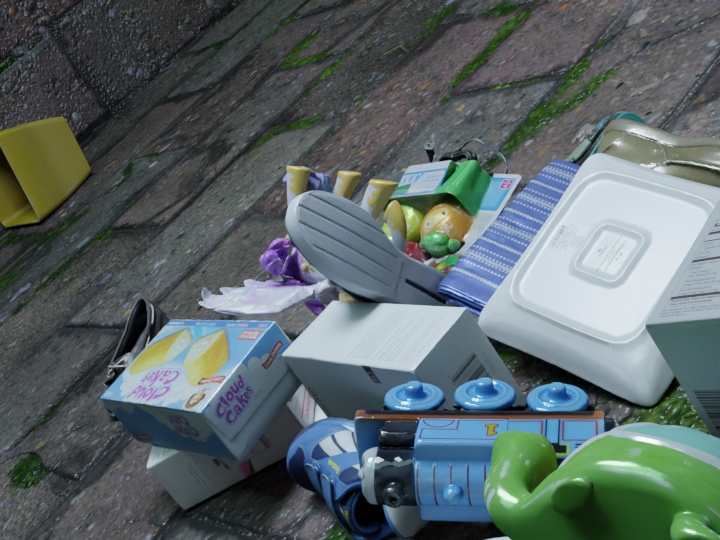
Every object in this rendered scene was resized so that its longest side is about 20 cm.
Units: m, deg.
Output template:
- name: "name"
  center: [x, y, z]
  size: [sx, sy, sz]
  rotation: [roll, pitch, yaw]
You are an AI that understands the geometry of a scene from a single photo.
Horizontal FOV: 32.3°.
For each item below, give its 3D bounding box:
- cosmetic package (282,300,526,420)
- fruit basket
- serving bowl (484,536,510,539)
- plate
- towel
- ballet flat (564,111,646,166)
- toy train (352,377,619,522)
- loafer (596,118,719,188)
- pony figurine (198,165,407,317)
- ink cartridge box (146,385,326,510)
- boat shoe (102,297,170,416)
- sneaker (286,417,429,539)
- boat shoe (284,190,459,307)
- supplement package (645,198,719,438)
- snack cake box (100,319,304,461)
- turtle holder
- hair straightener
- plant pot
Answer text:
- name: "cosmetic package"
  center: [0.034, 0.093, 1.087]
  size: [0.081, 0.113, 0.200]
  rotation: [-47, 24, -27]
- name: "fruit basket"
  center: [0.058, -0.028, 1.317]
  size: [0.185, 0.094, 0.200]
  rotation: [-1, 43, 54]
- name: "serving bowl"
  center: [0.070, 0.244, 0.798]
  size: [0.200, 0.066, 0.200]
  rotation: [-30, 24, 15]
- name: "plate"
  center: [0.210, -0.007, 1.026]
  size: [0.200, 0.032, 0.200]
  rotation: [24, 74, 47]
- name: "towel"
  center: [0.181, -0.017, 1.137]
  size: [0.144, 0.024, 0.200]
  rotation: [26, 58, 33]
- name: "ballet flat"
  center: [0.216, -0.077, 1.245]
  size: [0.200, 0.074, 0.074]
  rotation: [-42, 23, -21]
- name: "toy train"
  center: [0.088, 0.133, 0.894]
  size: [0.199, 0.087, 0.114]
  rotation: [0, 22, 11]
- name: "loafer"
  center: [0.287, -0.078, 1.100]
  size: [0.200, 0.076, 0.068]
  rotation: [23, 73, 50]
- name: "pony figurine"
  center: [-0.041, 0.000, 1.244]
  size: [0.192, 0.201, 0.166]
  rotation: [12, 10, 29]
- name: "ink cartridge box"
  center: [-0.108, 0.142, 1.245]
  size: [0.199, 0.068, 0.117]
  rotation: [-29, 24, 14]
- name: "boat shoe"
  center: [-0.294, 0.108, 1.589]
  size: [0.067, 0.057, 0.200]
  rotation: [-25, 24, 23]
- name: "sneaker"
  center: [-0.005, 0.175, 1.031]
  size: [0.200, 0.074, 0.082]
  rotation: [-6, 38, 51]
- name: "boat shoe"
  center: [0.000, 0.000, 1.129]
  size: [0.071, 0.200, 0.072]
  rotation: [-12, 49, 50]
- name: "supplement package"
  center: [0.312, 0.017, 0.788]
  size: [0.150, 0.152, 0.200]
  rotation: [-9, 34, 49]
- name: "snack cake box"
  center: [-0.151, 0.110, 1.194]
  size: [0.200, 0.067, 0.115]
  rotation: [-2, 41, 52]
- name: "turtle holder"
  center: [0.165, 0.158, 0.736]
  size: [0.185, 0.142, 0.132]
  rotation: [-14, 11, 40]
- name: "hair straightener"
  center: [0.095, -0.113, 1.448]
  size: [0.200, 0.077, 0.041]
  rotation: [-3, 36, 52]
- name: "plant pot"
  center: [-0.702, -0.227, 2.670]
  size: [0.176, 0.201, 0.200]
  rotation: [-35, 19, -33]
